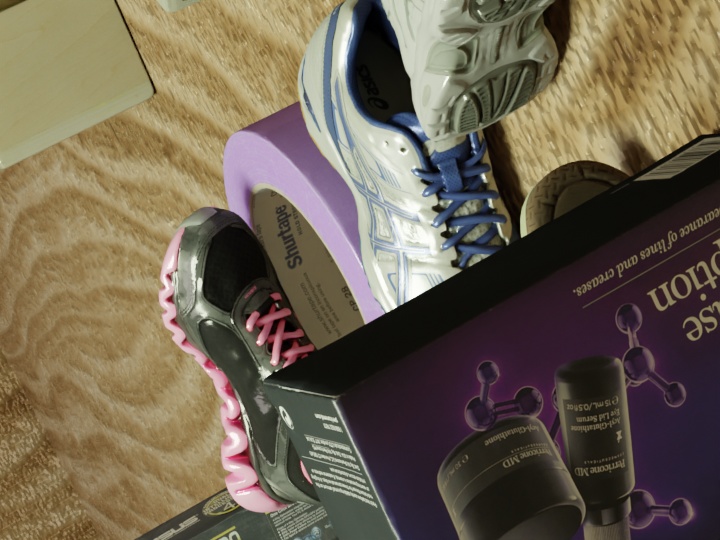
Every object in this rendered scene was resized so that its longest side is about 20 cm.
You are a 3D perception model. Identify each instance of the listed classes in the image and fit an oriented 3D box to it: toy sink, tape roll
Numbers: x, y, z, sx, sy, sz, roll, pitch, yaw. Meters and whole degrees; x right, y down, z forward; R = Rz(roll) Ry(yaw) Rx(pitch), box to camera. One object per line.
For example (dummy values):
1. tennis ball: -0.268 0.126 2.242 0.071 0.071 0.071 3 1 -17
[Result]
1. toy sink: -0.262 -0.158 1.378 0.113 0.130 0.200 67 162 -13
2. tape roll: 0.000 0.000 0.998 0.200 0.065 0.201 51 159 28

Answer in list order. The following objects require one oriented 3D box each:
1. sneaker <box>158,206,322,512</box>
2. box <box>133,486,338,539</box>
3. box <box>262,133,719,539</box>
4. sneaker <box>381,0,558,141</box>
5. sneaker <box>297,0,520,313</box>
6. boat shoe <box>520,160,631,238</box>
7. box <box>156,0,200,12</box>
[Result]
1. sneaker: -0.045 0.054 1.009 0.095 0.079 0.201 7 127 42
2. box: -0.027 0.198 1.132 0.049 0.199 0.162 21 136 62
3. box: 0.089 0.056 0.618 0.142 0.199 0.079 65 161 -11
4. sneaker: 0.036 -0.133 0.699 0.100 0.078 0.200 60 161 17
5. sneaker: 0.031 -0.039 0.842 0.201 0.075 0.088 59 161 8
6. boat shoe: 0.126 0.050 0.731 0.201 0.071 0.076 60 173 6
7. box: -0.079 -0.230 0.841 0.078 0.095 0.200 52 157 30
